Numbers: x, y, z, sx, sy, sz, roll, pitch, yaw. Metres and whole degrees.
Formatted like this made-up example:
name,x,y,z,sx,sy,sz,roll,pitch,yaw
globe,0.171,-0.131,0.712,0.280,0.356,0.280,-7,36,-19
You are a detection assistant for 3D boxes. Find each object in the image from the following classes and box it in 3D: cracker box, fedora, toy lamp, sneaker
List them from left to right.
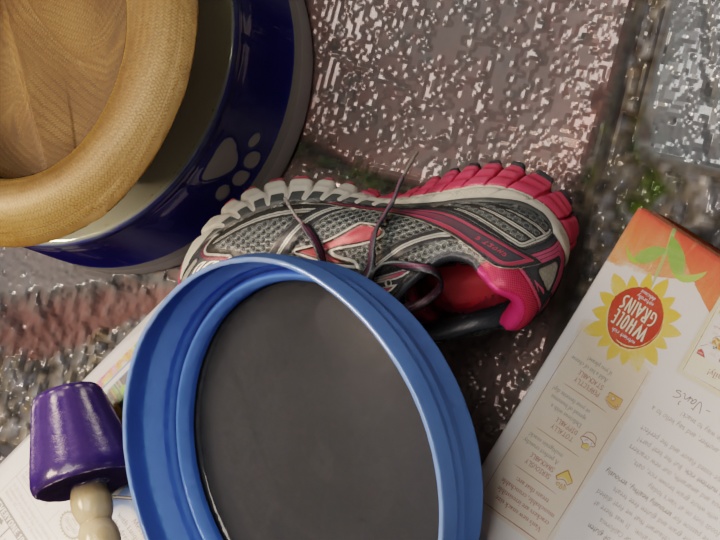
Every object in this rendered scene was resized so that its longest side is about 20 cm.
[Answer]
name,x,y,z,sx,sy,sz,roll,pitch,yaw
fedora,-0.141,-0.101,1.336,0.200,0.082,0.201,-8,72,28
toy lamp,-0.120,0.152,1.360,0.058,0.058,0.200,-20,73,23
sneaker,0.000,0.000,1.321,0.200,0.081,0.075,-11,34,26
cracker box,0.133,0.092,1.263,0.134,0.058,0.200,35,97,29

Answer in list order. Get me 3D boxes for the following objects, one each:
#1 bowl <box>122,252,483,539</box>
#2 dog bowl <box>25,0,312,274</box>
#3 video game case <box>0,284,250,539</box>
name,x,y,z,sx,sy,sz,roll,pitch,yaw
bowl,-0.027,0.089,1.292,0.200,0.039,0.201,11,107,40
dog bowl,-0.128,-0.103,1.421,0.200,0.079,0.201,-5,79,26
video game case,-0.090,0.137,1.391,0.182,0.024,0.200,-44,64,14
